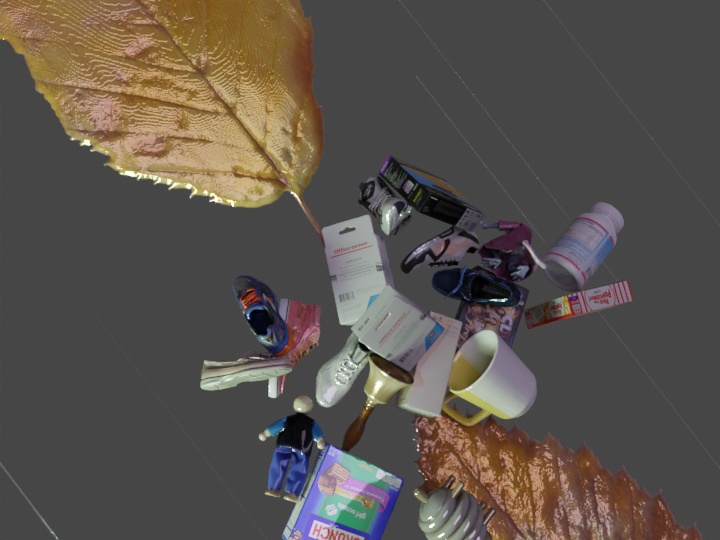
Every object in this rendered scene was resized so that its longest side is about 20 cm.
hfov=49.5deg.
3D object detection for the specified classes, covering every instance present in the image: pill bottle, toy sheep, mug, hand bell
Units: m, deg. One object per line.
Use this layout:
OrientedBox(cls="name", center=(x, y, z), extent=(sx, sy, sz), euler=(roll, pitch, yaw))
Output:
OrientedBox(cls="pill bottle", center=(0.503, -0.056, 1.753), extent=(0.109, 0.109, 0.200), euler=(44, 71, -2))
OrientedBox(cls="toy sheep", center=(0.182, 0.489, 1.543), extent=(0.199, 0.138, 0.138), euler=(40, 72, -7))
OrientedBox(cls="mug", center=(0.269, 0.230, 1.610), extent=(0.153, 0.186, 0.151), euler=(37, 54, -19))
OrientedBox(cls="hand bell", center=(0.014, 0.276, 1.556), extent=(0.103, 0.104, 0.202), euler=(28, 102, -6))

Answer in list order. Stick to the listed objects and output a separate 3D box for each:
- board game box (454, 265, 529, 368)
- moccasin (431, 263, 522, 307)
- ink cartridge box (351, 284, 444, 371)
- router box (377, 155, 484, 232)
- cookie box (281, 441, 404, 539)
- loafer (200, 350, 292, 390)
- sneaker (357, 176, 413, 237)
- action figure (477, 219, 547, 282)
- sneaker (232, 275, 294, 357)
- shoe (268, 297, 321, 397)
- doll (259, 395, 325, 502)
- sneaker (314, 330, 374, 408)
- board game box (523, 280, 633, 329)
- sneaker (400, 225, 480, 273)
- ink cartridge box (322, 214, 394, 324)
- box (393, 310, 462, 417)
OrientedBox(cls="board game box", center=(0.276, 0.109, 1.698), extent=(0.134, 0.035, 0.202), euler=(24, 73, -8))
OrientedBox(cls="moccasin", center=(0.240, 0.027, 1.641), extent=(0.198, 0.068, 0.082), euler=(6, 83, 26))
OrientedBox(cls="ink cartridge box", center=(0.065, 0.106, 1.505), extent=(0.116, 0.200, 0.067), euler=(-49, 50, 3))
OrientedBox(cls="router box", center=(0.148, -0.158, 1.624), extent=(0.051, 0.199, 0.149), euler=(-55, 52, 17))
OrientedBox(cls="cookie box", center=(-0.033, 0.462, 1.515), extent=(0.170, 0.075, 0.202), euler=(26, 78, -8))
OrientedBox(cls="loafer", center=(-0.224, 0.181, 1.497), extent=(0.198, 0.072, 0.064), euler=(-16, 69, 21))
OrientedBox(cls="sneaker", center=(0.040, -0.141, 1.618), extent=(0.129, 0.199, 0.080), euler=(41, 98, 8))
OrientedBox(cls="action figure", center=(0.332, -0.065, 1.691), extent=(0.134, 0.148, 0.200), euler=(51, 39, -9))
OrientedBox(cls="sneaker", center=(-0.197, 0.076, 1.526), extent=(0.075, 0.078, 0.200), euler=(-41, 55, 2))
OrientedBox(cls="shoe", center=(-0.130, 0.157, 1.563), extent=(0.090, 0.072, 0.203), euler=(9, 71, -6))
OrientedBox(cls="doll", center=(-0.135, 0.342, 1.530), extent=(0.135, 0.049, 0.202), euler=(10, 70, 14))
OrientedBox(cls="sneaker", center=(-0.025, 0.187, 1.577), extent=(0.074, 0.087, 0.201), euler=(35, 73, -4))
OrientedBox(cls="board game box", center=(0.459, 0.075, 1.666), extent=(0.149, 0.200, 0.047), euler=(-12, 81, -16))
OrientedBox(cls="sneaker", center=(0.177, -0.038, 1.685), extent=(0.198, 0.074, 0.081), euler=(-29, 88, -18))
OrientedBox(cls="ink cartridge box", center=(0.000, 0.000, 1.602), extent=(0.114, 0.067, 0.203), euler=(-15, 80, 17))
OrientedBox(cls="box", center=(0.140, 0.195, 1.614), extent=(0.077, 0.095, 0.202), euler=(19, 73, -11))
